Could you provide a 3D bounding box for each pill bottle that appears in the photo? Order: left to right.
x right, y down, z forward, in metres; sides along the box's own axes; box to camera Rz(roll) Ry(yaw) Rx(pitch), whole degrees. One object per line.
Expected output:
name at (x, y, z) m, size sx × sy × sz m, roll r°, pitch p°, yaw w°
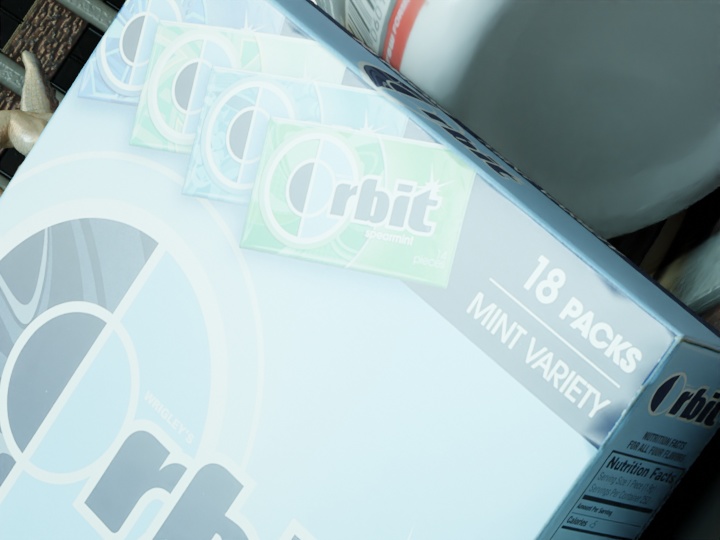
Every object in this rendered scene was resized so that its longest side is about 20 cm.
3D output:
pill bottle at (0.032, -0.110, 0.665) m, size 0.116 × 0.115 × 0.200 m, roll -54°, pitch 41°, yaw 25°

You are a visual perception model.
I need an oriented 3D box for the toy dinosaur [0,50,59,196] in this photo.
toy dinosaur at (-0.089, -0.022, 0.905) m, size 0.200 × 0.135 × 0.086 m, roll -112°, pitch 24°, yaw -68°

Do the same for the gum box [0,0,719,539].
gum box at (-0.034, 0.050, 0.566) m, size 0.200 × 0.170 × 0.044 m, roll -55°, pitch -32°, yaw 11°

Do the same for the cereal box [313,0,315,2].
cereal box at (-0.011, -0.037, 0.942) m, size 0.200 × 0.144 × 0.039 m, roll -54°, pitch -30°, yaw 12°

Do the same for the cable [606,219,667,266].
cable at (0.024, 0.039, 0.657) m, size 0.201 × 0.050 × 0.097 m, roll -59°, pitch 9°, yaw -5°
